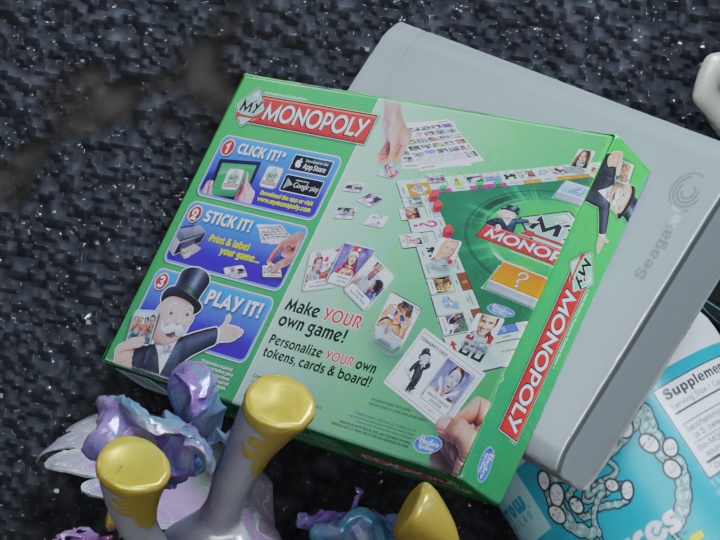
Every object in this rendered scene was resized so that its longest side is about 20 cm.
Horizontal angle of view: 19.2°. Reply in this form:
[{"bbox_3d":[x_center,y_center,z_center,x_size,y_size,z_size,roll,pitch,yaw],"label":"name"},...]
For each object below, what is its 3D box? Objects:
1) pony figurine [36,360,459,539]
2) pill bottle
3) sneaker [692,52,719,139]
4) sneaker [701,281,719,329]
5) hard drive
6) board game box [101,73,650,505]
[{"bbox_3d":[-0.053,0.115,0.773,0.192,0.201,0.167,21,56,7],"label":"pony figurine"},{"bbox_3d":[0.117,0.090,0.824,0.110,0.111,0.201,-32,77,-4],"label":"pill bottle"},{"bbox_3d":[0.219,-0.037,0.813,0.199,0.090,0.076,22,100,37],"label":"sneaker"},{"bbox_3d":[0.159,-0.008,0.858,0.199,0.079,0.076,23,84,2],"label":"sneaker"},{"bbox_3d":[0.047,-0.013,0.814,0.026,0.199,0.132,38,83,-43],"label":"hard drive"},{"bbox_3d":[0.000,0.000,0.804,0.029,0.199,0.135,38,73,-43],"label":"board game box"}]
